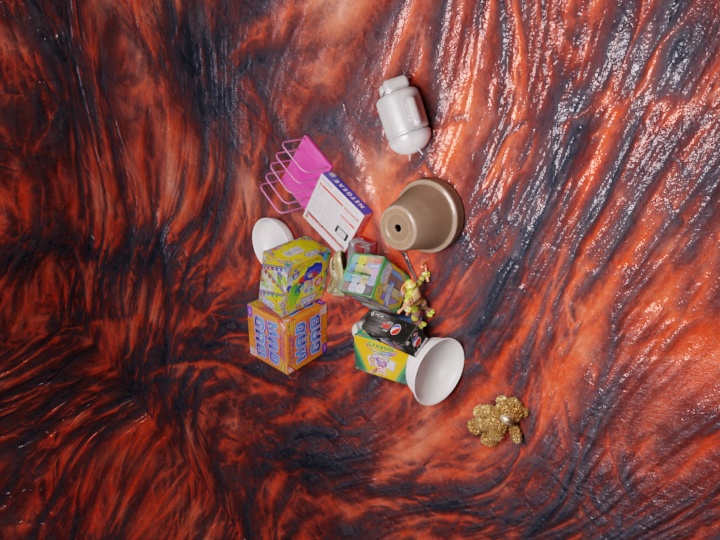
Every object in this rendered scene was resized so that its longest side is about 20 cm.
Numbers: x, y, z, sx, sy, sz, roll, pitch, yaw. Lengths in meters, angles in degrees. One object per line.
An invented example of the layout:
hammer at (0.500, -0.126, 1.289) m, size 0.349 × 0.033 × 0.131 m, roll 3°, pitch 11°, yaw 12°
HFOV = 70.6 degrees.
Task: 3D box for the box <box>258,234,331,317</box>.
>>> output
box at (-0.218, 0.015, 1.684) m, size 0.122 × 0.199 × 0.194 m, roll 31°, pitch 126°, yaw 27°

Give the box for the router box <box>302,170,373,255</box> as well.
router box at (-0.073, -0.174, 1.581) m, size 0.200 × 0.049 × 0.180 m, roll 47°, pitch 132°, yaw 17°

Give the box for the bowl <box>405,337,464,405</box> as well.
bowl at (0.195, 0.269, 1.439) m, size 0.090 × 0.200 × 0.203 m, roll 26°, pitch 124°, yaw 49°

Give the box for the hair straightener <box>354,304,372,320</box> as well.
hair straightener at (0.064, 0.114, 1.593) m, size 0.200 × 0.041 × 0.077 m, roll -35°, pitch 83°, yaw 40°

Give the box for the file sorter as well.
file sorter at (-0.209, -0.296, 1.599) m, size 0.139 × 0.125 × 0.200 m, roll 51°, pitch 133°, yaw 13°

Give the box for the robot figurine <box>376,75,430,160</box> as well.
robot figurine at (0.110, -0.382, 1.285) m, size 0.170 × 0.112 × 0.202 m, roll -162°, pitch 53°, yaw -79°

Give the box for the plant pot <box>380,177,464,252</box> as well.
plant pot at (0.142, -0.128, 1.319) m, size 0.199 × 0.174 × 0.202 m, roll 17°, pitch 118°, yaw 36°

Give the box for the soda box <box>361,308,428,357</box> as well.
soda box at (0.092, 0.174, 1.432) m, size 0.063 × 0.071 × 0.199 m, roll 48°, pitch 162°, yaw -32°

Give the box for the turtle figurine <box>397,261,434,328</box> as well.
turtle figurine at (0.148, 0.085, 1.415) m, size 0.064 × 0.201 × 0.162 m, roll 1°, pitch 132°, yaw 31°

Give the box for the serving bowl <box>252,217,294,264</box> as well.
serving bowl at (-0.295, -0.095, 1.801) m, size 0.199 × 0.066 × 0.202 m, roll 18°, pitch 119°, yaw 35°

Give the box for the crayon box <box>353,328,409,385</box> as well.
crayon box at (0.078, 0.258, 1.538) m, size 0.199 × 0.058 × 0.120 m, roll 11°, pitch 115°, yaw 30°

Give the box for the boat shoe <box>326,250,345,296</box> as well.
boat shoe at (-0.079, 0.012, 1.605) m, size 0.062 × 0.074 × 0.201 m, roll 3°, pitch 145°, yaw 1°

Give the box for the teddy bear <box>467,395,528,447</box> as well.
teddy bear at (0.377, 0.427, 1.415) m, size 0.200 × 0.067 × 0.146 m, roll -35°, pitch 85°, yaw 45°

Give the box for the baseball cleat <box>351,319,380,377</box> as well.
baseball cleat at (0.044, 0.251, 1.626) m, size 0.201 × 0.070 × 0.106 m, roll 56°, pitch 144°, yaw 0°

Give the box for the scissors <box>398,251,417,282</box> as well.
scissors at (0.124, -0.047, 1.486) m, size 0.073 × 0.014 × 0.202 m, roll -6°, pitch 104°, yaw 40°

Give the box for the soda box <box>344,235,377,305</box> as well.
soda box at (0.000, 0.000, 1.574) m, size 0.070 × 0.063 × 0.202 m, roll 24°, pitch 125°, yaw 31°

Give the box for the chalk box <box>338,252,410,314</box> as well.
chalk box at (0.031, 0.028, 1.448) m, size 0.124 × 0.200 × 0.125 m, roll 11°, pitch 74°, yaw 38°

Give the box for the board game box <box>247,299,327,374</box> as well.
board game box at (-0.256, 0.204, 1.797) m, size 0.199 × 0.199 × 0.202 m, roll 20°, pitch 119°, yaw 35°

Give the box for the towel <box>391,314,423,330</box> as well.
towel at (0.149, 0.230, 1.551) m, size 0.111 × 0.048 × 0.202 m, roll 2°, pitch 110°, yaw 40°
